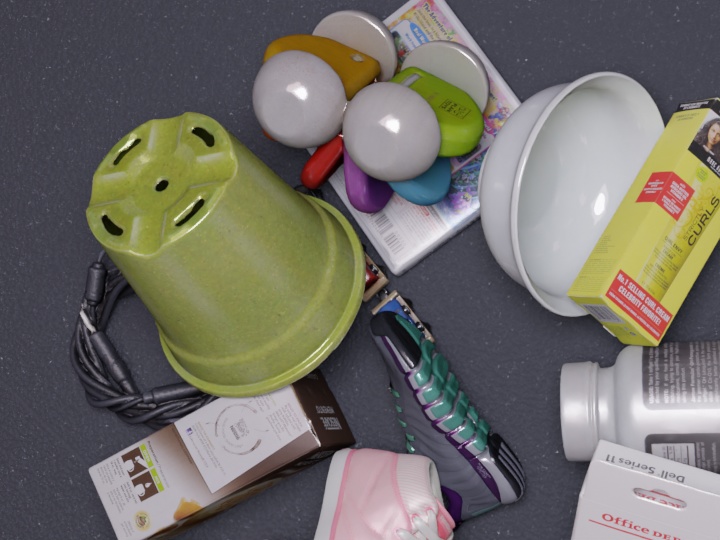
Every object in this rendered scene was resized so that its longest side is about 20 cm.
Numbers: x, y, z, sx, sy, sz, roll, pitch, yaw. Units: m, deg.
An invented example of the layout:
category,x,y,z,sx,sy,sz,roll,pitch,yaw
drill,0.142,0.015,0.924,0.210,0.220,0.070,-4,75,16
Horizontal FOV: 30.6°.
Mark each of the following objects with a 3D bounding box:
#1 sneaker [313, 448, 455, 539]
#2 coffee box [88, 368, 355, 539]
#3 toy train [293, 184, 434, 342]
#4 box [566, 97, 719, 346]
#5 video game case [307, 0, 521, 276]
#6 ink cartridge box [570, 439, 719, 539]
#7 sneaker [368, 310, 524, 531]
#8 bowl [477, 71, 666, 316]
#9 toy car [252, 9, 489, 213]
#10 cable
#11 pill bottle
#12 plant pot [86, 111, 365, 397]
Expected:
category,x,y,z,sx,sy,sz,roll,pitch,yaw
sneaker,0.020,0.230,1.058,0.104,0.075,0.200,-4,49,16
coffee box,-0.120,0.163,1.164,0.200,0.114,0.080,-29,78,11
toy train,0.000,0.000,1.183,0.034,0.046,0.200,-41,76,8
box,0.252,-0.040,1.075,0.075,0.050,0.200,40,75,-20
video game case,0.050,-0.127,1.195,0.182,0.024,0.200,-37,76,9
ink cartridge box,0.227,0.209,1.033,0.117,0.067,0.200,16,132,15
sneaker,0.052,0.133,1.128,0.087,0.074,0.200,-35,93,18
bowl,0.162,-0.069,1.093,0.090,0.201,0.201,19,90,45
toy car,0.005,-0.122,1.127,0.200,0.175,0.150,21,124,16
cable,-0.180,0.070,1.222,0.200,0.051,0.163,21,90,15
pill bottle,0.266,0.113,1.068,0.200,0.111,0.111,-3,84,14
plant pot,-0.121,-0.026,1.077,0.200,0.184,0.201,-12,55,18
